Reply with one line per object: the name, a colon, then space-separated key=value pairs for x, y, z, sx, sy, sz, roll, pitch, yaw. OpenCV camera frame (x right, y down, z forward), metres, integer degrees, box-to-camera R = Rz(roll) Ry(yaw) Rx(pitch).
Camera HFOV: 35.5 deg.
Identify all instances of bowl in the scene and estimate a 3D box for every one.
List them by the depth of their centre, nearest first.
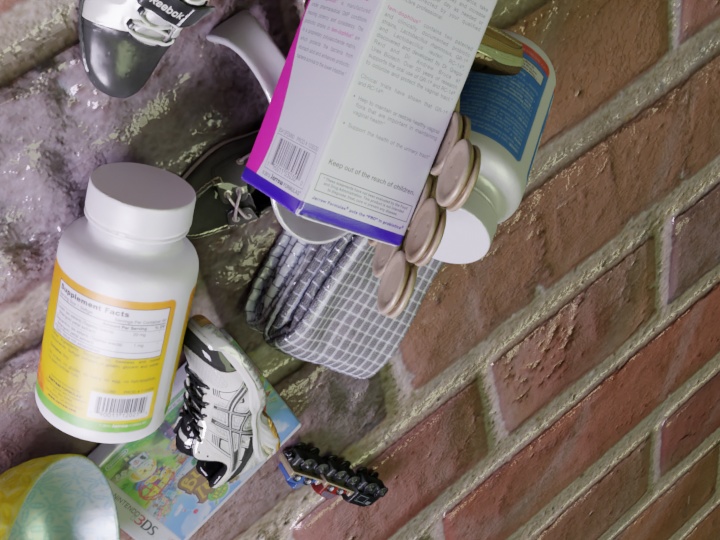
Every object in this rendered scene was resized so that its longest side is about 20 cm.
bowl: x=-0.294 y=0.253 z=0.942 sx=0.200 sy=0.106 sz=0.204 roll=1 pitch=90 yaw=-75

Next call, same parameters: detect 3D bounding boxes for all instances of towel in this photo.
towel: x=0.000 y=0.000 z=1.080 sx=0.165 sy=0.085 sz=0.202 roll=25 pitch=100 yaw=-52

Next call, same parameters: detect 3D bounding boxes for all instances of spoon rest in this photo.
spoon rest: x=-0.053 y=-0.111 z=0.906 sx=0.099 sy=0.060 sz=0.202 roll=-37 pitch=116 yaw=-14

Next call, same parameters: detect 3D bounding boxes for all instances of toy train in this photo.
toy train: x=-0.033 y=0.235 z=1.271 sx=0.046 sy=0.034 sz=0.199 roll=-43 pitch=143 yaw=10

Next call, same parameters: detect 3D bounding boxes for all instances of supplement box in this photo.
supplement box: x=0.005 y=-0.137 z=0.839 sx=0.102 sy=0.101 sz=0.203 roll=15 pitch=101 yaw=-35

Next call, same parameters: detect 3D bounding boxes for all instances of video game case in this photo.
video game case: x=-0.165 y=0.176 z=1.101 sx=0.200 sy=0.022 sz=0.183 roll=-44 pitch=141 yaw=-10

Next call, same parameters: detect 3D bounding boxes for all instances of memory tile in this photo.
memory tile: x=0.045 y=-0.068 z=0.882 sx=0.017 sy=0.201 sz=0.155 roll=19 pitch=120 yaw=-16

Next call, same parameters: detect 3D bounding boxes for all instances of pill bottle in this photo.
pill bottle: x=-0.189 y=0.024 z=0.888 sx=0.110 sy=0.111 sz=0.203 roll=-7 pitch=124 yaw=-41
pill bottle: x=0.102 y=-0.111 z=1.011 sx=0.113 sy=0.110 sz=0.202 roll=69 pitch=35 yaw=-48

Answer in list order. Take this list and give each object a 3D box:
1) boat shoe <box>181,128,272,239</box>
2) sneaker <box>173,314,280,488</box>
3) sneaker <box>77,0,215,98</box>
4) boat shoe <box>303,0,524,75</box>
boat shoe: x=-0.078 y=-0.085 z=0.958 sx=0.199 sy=0.057 sz=0.067 roll=-36 pitch=139 yaw=-20
sneaker: x=-0.132 y=0.128 z=1.018 sx=0.087 sy=0.075 sz=0.202 roll=-35 pitch=138 yaw=-19
sneaker: x=-0.135 y=-0.206 z=0.787 sx=0.073 sy=0.088 sz=0.202 roll=3 pitch=118 yaw=-47
boat shoe: x=0.054 y=-0.221 z=0.933 sx=0.197 sy=0.071 sz=0.077 roll=16 pitch=89 yaw=-23
